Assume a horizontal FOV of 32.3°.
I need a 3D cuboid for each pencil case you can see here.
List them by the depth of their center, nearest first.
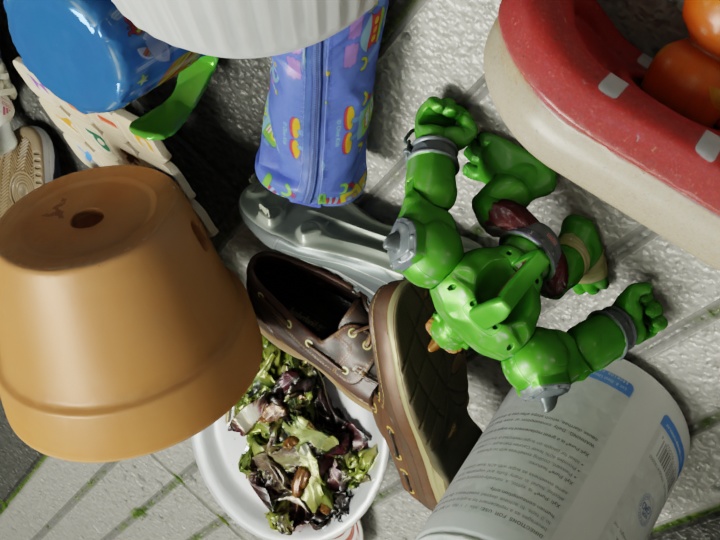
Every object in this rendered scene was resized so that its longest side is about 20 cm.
[{"bbox_3d":[-0.025,-0.124,0.763,0.077,0.087,0.201,11,141,3],"label":"pencil case"}]

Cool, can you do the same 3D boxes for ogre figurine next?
[{"bbox_3d":[0.089,-0.004,0.754,0.098,0.120,0.201,-9,121,47],"label":"ogre figurine"}]

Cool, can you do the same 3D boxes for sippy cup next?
[{"bbox_3d":[-0.148,-0.172,0.786,0.139,0.131,0.178,-16,118,50],"label":"sippy cup"}]

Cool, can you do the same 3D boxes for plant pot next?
[{"bbox_3d":[-0.179,0.019,0.898,0.199,0.200,0.141,15,133,31],"label":"plant pot"}]

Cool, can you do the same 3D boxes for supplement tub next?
[{"bbox_3d":[0.125,0.160,0.827,0.131,0.200,0.133,25,142,21],"label":"supplement tub"}]

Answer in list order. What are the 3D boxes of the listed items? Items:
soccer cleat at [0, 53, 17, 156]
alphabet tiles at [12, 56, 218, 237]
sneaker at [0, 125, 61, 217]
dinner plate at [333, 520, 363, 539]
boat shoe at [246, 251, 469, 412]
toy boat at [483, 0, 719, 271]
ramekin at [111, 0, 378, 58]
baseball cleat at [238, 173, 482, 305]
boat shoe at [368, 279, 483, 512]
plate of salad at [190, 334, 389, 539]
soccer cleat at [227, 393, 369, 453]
[{"bbox_3d":[-0.305,-0.167,0.986,0.086,0.070,0.201,48,156,18],"label":"soccer cleat"},{"bbox_3d":[-0.189,-0.099,0.960,0.195,0.015,0.201,29,156,41],"label":"alphabet tiles"},{"bbox_3d":[-0.267,-0.032,1.114,0.070,0.108,0.202,14,107,36],"label":"sneaker"},{"bbox_3d":[-0.076,0.210,1.223,0.199,0.024,0.201,24,142,21],"label":"dinner plate"},{"bbox_3d":[-0.007,0.050,0.943,0.199,0.071,0.071,25,146,22],"label":"boat shoe"},{"bbox_3d":[0.162,-0.096,0.612,0.199,0.130,0.131,33,114,10],"label":"toy boat"},{"bbox_3d":[-0.059,-0.198,0.627,0.201,0.203,0.095,27,154,19],"label":"ramekin"},{"bbox_3d":[0.000,0.000,0.886,0.199,0.070,0.107,22,141,26],"label":"baseball cleat"},{"bbox_3d":[0.036,0.093,0.859,0.067,0.072,0.201,7,131,34],"label":"boat shoe"},{"bbox_3d":[-0.067,0.128,1.024,0.198,0.048,0.203,1,92,28],"label":"plate of salad"},{"bbox_3d":[-0.062,0.136,1.082,0.199,0.078,0.070,1,129,42],"label":"soccer cleat"}]
